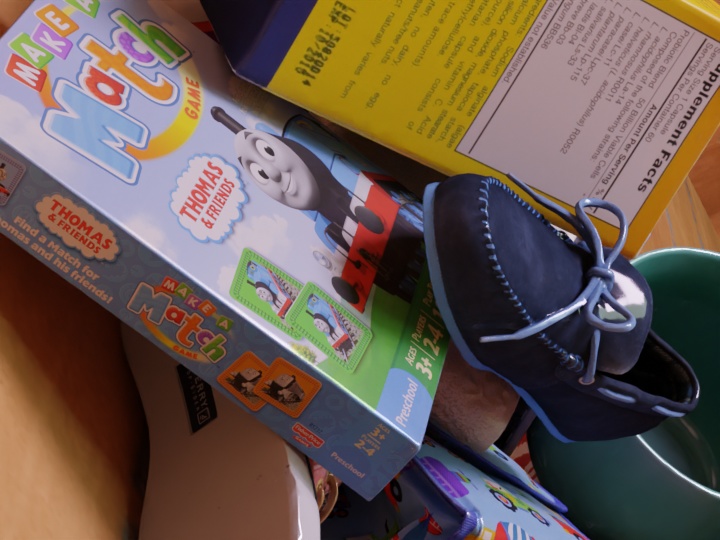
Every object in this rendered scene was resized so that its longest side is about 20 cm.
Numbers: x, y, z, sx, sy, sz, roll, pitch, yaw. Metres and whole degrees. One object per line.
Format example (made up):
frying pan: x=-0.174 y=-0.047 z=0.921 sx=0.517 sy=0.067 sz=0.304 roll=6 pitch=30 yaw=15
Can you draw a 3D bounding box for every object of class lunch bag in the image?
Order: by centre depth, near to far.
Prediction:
lunch bag: x=0.027 y=0.104 z=0.838 sx=0.151 sy=0.094 sz=0.200 roll=30 pitch=16 yaw=-38

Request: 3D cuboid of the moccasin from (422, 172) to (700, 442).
moccasin: x=0.085 y=0.010 z=0.753 sx=0.200 sy=0.068 sz=0.080 roll=38 pitch=48 yaw=-58

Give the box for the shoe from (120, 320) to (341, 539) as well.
shoe: x=-0.035 y=0.083 z=0.714 sx=0.091 sy=0.071 sz=0.200 roll=43 pitch=23 yaw=-43

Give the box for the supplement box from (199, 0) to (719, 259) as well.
supplement box: x=0.048 y=-0.105 z=0.784 sx=0.200 sy=0.109 sz=0.110 roll=24 pitch=19 yaw=-25

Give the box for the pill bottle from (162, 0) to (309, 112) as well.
pill bottle: x=-0.040 y=-0.145 z=0.953 sx=0.200 sy=0.112 sz=0.112 roll=36 pitch=34 yaw=-61

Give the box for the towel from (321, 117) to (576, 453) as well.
towel: x=0.032 y=-0.024 z=0.843 sx=0.133 sy=0.034 sz=0.200 roll=37 pitch=43 yaw=-10

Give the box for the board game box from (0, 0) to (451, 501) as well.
board game box: x=-0.053 y=-0.024 z=0.702 sx=0.200 sy=0.037 sz=0.151 roll=36 pitch=31 yaw=-10

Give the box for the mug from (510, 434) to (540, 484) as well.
mug: x=0.139 y=0.136 z=1.167 sx=0.200 sy=0.133 sz=0.178 roll=-97 pitch=-172 yaw=-57

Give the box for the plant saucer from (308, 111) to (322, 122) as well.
plant saucer: x=0.033 y=-0.035 z=0.960 sx=0.200 sy=0.050 sz=0.200 roll=-31 pitch=126 yaw=-54

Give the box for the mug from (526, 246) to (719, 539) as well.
mug: x=0.159 y=0.093 z=0.978 sx=0.152 sy=0.114 sz=0.185 roll=26 pitch=50 yaw=-6

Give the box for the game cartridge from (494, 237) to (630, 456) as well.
game cartridge: x=0.082 y=0.023 z=0.995 sx=0.040 sy=0.200 sz=0.133 roll=20 pitch=31 yaw=-15
